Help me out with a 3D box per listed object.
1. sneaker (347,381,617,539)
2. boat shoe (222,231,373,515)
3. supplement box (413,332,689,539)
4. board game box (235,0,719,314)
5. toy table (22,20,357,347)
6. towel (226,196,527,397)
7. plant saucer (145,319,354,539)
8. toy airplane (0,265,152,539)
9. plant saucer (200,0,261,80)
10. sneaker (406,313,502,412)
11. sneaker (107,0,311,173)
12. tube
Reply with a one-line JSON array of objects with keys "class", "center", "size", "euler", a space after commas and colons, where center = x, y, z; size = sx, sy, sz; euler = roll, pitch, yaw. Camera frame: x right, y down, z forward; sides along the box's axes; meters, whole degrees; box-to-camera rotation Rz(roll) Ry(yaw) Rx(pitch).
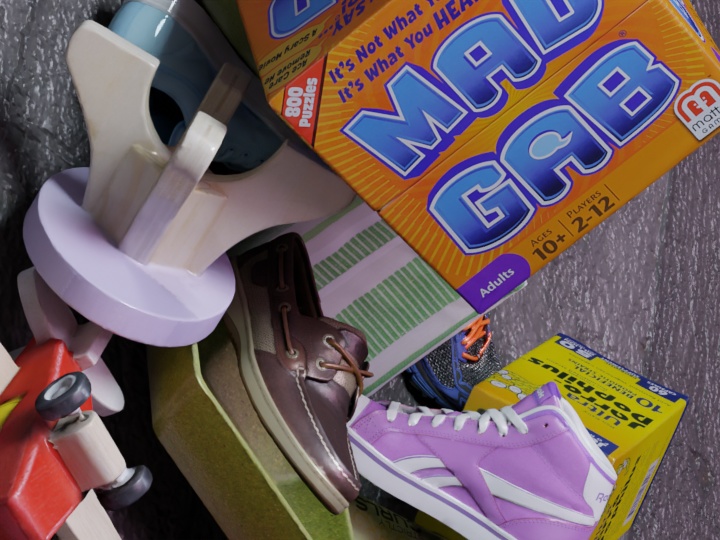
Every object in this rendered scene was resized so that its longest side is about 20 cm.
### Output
[{"class": "sneaker", "center": [0.069, 0.102, 1.778], "size": [0.200, 0.114, 0.073], "euler": [31, 12, -2]}, {"class": "boat shoe", "center": [-0.030, 0.055, 1.669], "size": [0.072, 0.072, 0.200], "euler": [53, 10, -45]}, {"class": "supplement box", "center": [0.133, 0.128, 1.905], "size": [0.110, 0.109, 0.200], "euler": [-68, 165, 17]}, {"class": "board game box", "center": [0.067, -0.144, 1.614], "size": [0.200, 0.200, 0.200], "euler": [44, 15, -31]}, {"class": "toy table", "center": [-0.106, -0.047, 1.595], "size": [0.184, 0.117, 0.200], "euler": [27, 17, -17]}, {"class": "towel", "center": [0.000, 0.000, 1.787], "size": [0.200, 0.152, 0.023], "euler": [38, 22, -46]}, {"class": "plant saucer", "center": [-0.071, 0.105, 1.671], "size": [0.200, 0.048, 0.200], "euler": [57, 8, -24]}, {"class": "toy airplane", "center": [-0.193, 0.087, 1.506], "size": [0.200, 0.141, 0.199], "euler": [62, 5, 23]}, {"class": "plant saucer", "center": [-0.061, -0.151, 1.759], "size": [0.200, 0.031, 0.200], "euler": [52, 5, -7]}, {"class": "sneaker", "center": [0.060, 0.013, 1.924], "size": [0.075, 0.078, 0.200], "euler": [-45, 118, -50]}, {"class": "sneaker", "center": [-0.101, -0.092, 1.741], "size": [0.200, 0.074, 0.082], "euler": [48, 67, -37]}, {"class": "tube", "center": [0.017, 0.188, 1.842], "size": [0.200, 0.058, 0.052], "euler": [30, 97, -44]}]
